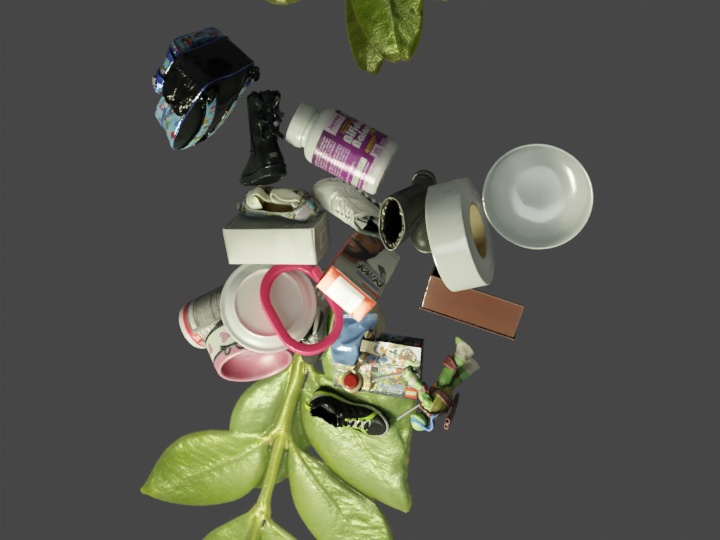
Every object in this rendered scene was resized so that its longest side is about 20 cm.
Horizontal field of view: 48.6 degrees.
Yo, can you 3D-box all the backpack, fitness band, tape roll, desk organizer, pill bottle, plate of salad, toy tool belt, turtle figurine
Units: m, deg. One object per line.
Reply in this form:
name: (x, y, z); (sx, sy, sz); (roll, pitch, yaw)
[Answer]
backpack: (-0.311, -0.334, 1.510); (0.135, 0.183, 0.200); (44, 132, 2)
fitness band: (-0.119, 0.072, 1.601); (0.142, 0.037, 0.201); (-29, 77, -10)
tape roll: (0.185, -0.067, 1.467); (0.070, 0.203, 0.205); (-12, 112, 23)
desk organizer: (0.226, 0.060, 1.592); (0.197, 0.072, 0.078); (18, 117, 8)
pill bottle: (-0.290, 0.088, 1.742); (0.198, 0.111, 0.112); (-24, 107, 26)
plate of salad: (-0.189, 0.071, 1.637); (0.198, 0.202, 0.048); (26, 162, 3)
pill bottle: (-0.036, -0.236, 1.502); (0.198, 0.113, 0.113); (27, 120, 2)
toy tool belt: (-0.015, 0.151, 1.640); (0.123, 0.123, 0.203); (8, 84, 13)
turtle figurine: (0.141, 0.224, 1.646); (0.194, 0.200, 0.144); (-44, 109, -13)

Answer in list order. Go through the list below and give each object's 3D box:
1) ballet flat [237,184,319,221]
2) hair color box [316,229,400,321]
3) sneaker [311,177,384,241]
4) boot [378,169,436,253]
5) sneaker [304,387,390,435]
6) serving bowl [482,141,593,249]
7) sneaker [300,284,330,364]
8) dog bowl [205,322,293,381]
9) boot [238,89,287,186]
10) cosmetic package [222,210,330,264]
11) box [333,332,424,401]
ballet flat: (-0.176, -0.144, 1.597); (0.198, 0.072, 0.073); (8, 119, 29)
hair color box: (0.000, 0.000, 1.556); (0.111, 0.200, 0.064); (39, 120, -5)
sneaker: (-0.010, -0.119, 1.572); (0.198, 0.081, 0.076); (25, 122, 6)
boot: (0.095, -0.083, 1.486); (0.071, 0.200, 0.184); (-1, 115, 18)
sneaker: (-0.033, 0.338, 1.802); (0.197, 0.083, 0.072); (21, 120, 6)
serving bowl: (0.325, -0.144, 1.462); (0.197, 0.066, 0.203); (7, 117, 13)
sneaker: (-0.114, 0.136, 1.709); (0.074, 0.116, 0.203); (14, 119, 10)
dog bowl: (-0.231, 0.172, 1.720); (0.197, 0.075, 0.201); (-11, 151, -6)
boot: (-0.196, -0.254, 1.553); (0.072, 0.198, 0.165); (-8, 90, -23)
cosmetic package: (-0.169, -0.068, 1.631); (0.197, 0.107, 0.091); (2, 116, 14)
box: (0.038, 0.203, 1.739); (0.197, 0.038, 0.138); (7, 117, 14)
